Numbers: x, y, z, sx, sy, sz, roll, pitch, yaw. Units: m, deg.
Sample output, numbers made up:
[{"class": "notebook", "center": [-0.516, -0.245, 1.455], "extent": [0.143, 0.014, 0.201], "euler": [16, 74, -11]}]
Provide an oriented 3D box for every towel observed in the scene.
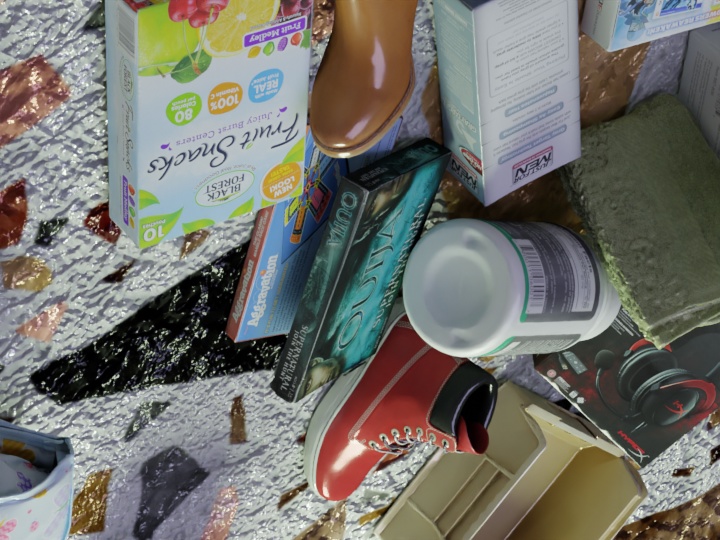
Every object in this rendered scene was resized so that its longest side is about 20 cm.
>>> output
[{"class": "towel", "center": [0.254, -0.044, 1.760], "extent": [0.148, 0.200, 0.036], "euler": [-22, 169, -25]}]

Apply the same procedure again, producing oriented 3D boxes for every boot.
[{"class": "boot", "center": [0.036, 0.142, 1.758], "extent": [0.072, 0.144, 0.200], "euler": [4, 123, -45]}, {"class": "boot", "center": [-0.003, -0.190, 1.439], "extent": [0.155, 0.074, 0.200], "euler": [49, 59, -67]}]

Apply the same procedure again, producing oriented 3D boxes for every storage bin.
[{"class": "storage bin", "center": [0.147, 0.225, 1.968], "extent": [0.199, 0.094, 0.200], "euler": [-51, 140, 9]}]

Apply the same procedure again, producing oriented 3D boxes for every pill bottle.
[{"class": "pill bottle", "center": [0.133, 0.014, 1.737], "extent": [0.200, 0.113, 0.113], "euler": [2, 124, -56]}]

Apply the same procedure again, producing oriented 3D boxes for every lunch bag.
[{"class": "lunch bag", "center": [-0.312, 0.201, 1.524], "extent": [0.200, 0.127, 0.170], "euler": [-6, 126, -26]}]

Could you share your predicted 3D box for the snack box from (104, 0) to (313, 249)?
[{"class": "snack box", "center": [-0.106, -0.126, 1.467], "extent": [0.142, 0.053, 0.200], "euler": [-19, 134, -27]}]

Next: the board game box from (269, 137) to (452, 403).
[{"class": "board game box", "center": [0.000, 0.000, 1.652], "extent": [0.135, 0.028, 0.200], "euler": [-29, 144, -55]}]

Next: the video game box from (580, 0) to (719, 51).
[{"class": "video game box", "center": [0.279, -0.282, 1.671], "extent": [0.200, 0.047, 0.182], "euler": [-17, 131, -29]}]

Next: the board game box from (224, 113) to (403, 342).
[{"class": "board game box", "center": [-0.038, -0.035, 1.634], "extent": [0.103, 0.019, 0.200], "euler": [-9, 129, -39]}]

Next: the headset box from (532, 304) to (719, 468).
[{"class": "headset box", "center": [0.274, 0.056, 1.857], "extent": [0.200, 0.075, 0.149], "euler": [-41, 108, 18]}]

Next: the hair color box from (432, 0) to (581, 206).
[{"class": "hair color box", "center": [0.116, -0.157, 1.628], "extent": [0.099, 0.061, 0.200], "euler": [-27, 138, -20]}]

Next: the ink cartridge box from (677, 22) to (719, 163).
[{"class": "ink cartridge box", "center": [0.363, -0.107, 1.776], "extent": [0.084, 0.200, 0.145], "euler": [-20, 135, -27]}]
